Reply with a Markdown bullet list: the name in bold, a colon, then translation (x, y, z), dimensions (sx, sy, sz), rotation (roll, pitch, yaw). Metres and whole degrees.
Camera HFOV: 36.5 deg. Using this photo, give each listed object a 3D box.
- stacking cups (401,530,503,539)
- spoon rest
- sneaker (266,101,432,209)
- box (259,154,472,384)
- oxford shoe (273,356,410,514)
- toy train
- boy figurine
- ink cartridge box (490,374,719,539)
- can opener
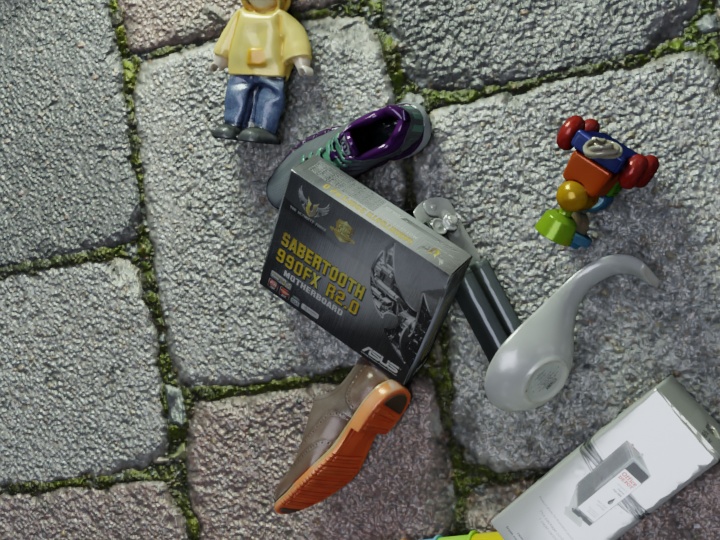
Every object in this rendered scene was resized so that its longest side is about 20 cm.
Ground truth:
- **stacking cups**: translation (0.066, 0.308, 1.135), dimensions (0.199, 0.060, 0.061), rotation (-13, 87, 22)
- **spoon rest**: translation (0.199, 0.060, 1.070), dimensions (0.200, 0.099, 0.061), rotation (-45, 42, 6)
- **sneaker**: translation (-0.026, -0.124, 1.141), dimensions (0.199, 0.087, 0.075), rotation (-28, 82, 19)
- **box**: translation (0.000, 0.000, 1.121), dimensions (0.200, 0.048, 0.159), rotation (34, 132, 16)
- **oxford shoe**: translation (-0.031, 0.178, 1.172), dimensions (0.200, 0.071, 0.073), rotation (-48, 56, 11)
- **toy train**: translation (0.199, -0.073, 1.000), dimensions (0.085, 0.200, 0.116), rotation (35, 107, 16)
- **boy figurine**: translation (-0.105, -0.237, 1.183), dimensions (0.124, 0.064, 0.201), rotation (13, 99, 23)
- **ink cartridge box**: translation (0.235, 0.193, 1.019), dimensions (0.200, 0.147, 0.083), rotation (-43, 75, 15)
- **can opener**: translation (0.110, 0.014, 1.121), dimensions (0.201, 0.053, 0.066), rotation (60, 143, 11)
